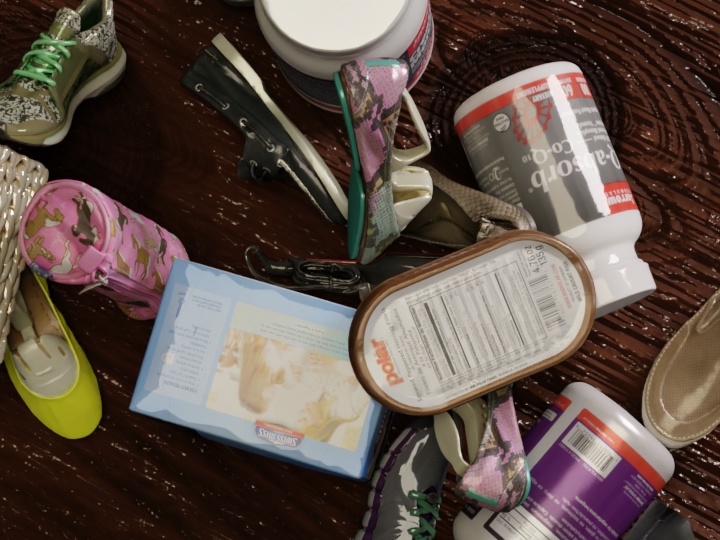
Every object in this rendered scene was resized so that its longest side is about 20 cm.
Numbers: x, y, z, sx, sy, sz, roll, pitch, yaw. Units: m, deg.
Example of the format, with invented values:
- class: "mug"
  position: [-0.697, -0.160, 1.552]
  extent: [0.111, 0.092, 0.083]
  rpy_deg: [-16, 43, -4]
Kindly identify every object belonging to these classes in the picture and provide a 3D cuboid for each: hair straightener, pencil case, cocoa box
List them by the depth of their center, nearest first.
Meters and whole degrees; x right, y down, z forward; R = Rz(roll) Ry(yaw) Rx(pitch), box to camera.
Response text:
- class: "pencil case"
  position: [-0.203, -0.014, 1.619]
  extent: [0.082, 0.200, 0.087]
  rpy_deg: [5, 82, 15]
- class: "cocoa box"
  position: [-0.069, 0.084, 1.627]
  extent: [0.199, 0.131, 0.134]
  rpy_deg: [16, 84, 6]
- class: "hair straightener"
  position: [0.000, 0.000, 1.659]
  extent: [0.199, 0.077, 0.041]
  rpy_deg: [8, 100, 4]

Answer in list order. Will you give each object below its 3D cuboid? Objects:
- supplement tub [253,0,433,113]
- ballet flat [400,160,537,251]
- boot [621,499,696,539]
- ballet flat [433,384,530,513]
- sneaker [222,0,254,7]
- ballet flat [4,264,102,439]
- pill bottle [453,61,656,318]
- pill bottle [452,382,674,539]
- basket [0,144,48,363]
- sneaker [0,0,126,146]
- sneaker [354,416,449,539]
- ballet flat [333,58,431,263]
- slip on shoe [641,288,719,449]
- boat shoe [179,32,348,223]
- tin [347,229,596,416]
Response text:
- class: "supplement tub"
  position: [-0.012, -0.214, 1.628]
  extent: [0.139, 0.200, 0.141]
  rpy_deg: [-1, 83, 4]
- class: "ballet flat"
  position: [0.058, -0.047, 1.631]
  extent: [0.199, 0.046, 0.068]
  rpy_deg: [22, 116, 41]
- class: "boot"
  position: [0.198, 0.300, 1.600]
  extent: [0.065, 0.165, 0.200]
  rpy_deg: [31, 62, 28]
- class: "ballet flat"
  position: [0.089, 0.107, 1.592]
  extent: [0.071, 0.069, 0.201]
  rpy_deg: [18, 38, -20]
- class: "sneaker"
  position: [-0.104, -0.333, 1.694]
  extent: [0.075, 0.115, 0.202]
  rpy_deg: [3, 83, 5]
- class: "ballet flat"
  position: [-0.280, 0.050, 1.680]
  extent: [0.067, 0.067, 0.201]
  rpy_deg: [-24, 81, 0]
- class: "pill bottle"
  position: [0.163, -0.059, 1.637]
  extent: [0.115, 0.116, 0.201]
  rpy_deg: [-22, 81, 1]
- class: "pill bottle"
  position: [0.152, 0.196, 1.604]
  extent: [0.112, 0.112, 0.200]
  rpy_deg: [40, 87, 8]
- class: "basket"
  position: [-0.383, -0.029, 1.614]
  extent: [0.199, 0.161, 0.199]
  rpy_deg: [8, 81, 42]
- class: "sneaker"
  position: [-0.257, -0.173, 1.645]
  extent: [0.077, 0.200, 0.089]
  rpy_deg: [16, 125, 12]
- class: "sneaker"
  position: [0.043, 0.219, 1.610]
  extent: [0.087, 0.074, 0.201]
  rpy_deg: [32, 102, 43]
- class: "ballet flat"
  position: [0.020, -0.084, 1.571]
  extent: [0.071, 0.201, 0.069]
  rpy_deg: [-8, 43, -4]
- class: "slip on shoe"
  position: [0.302, 0.057, 1.622]
  extent: [0.076, 0.061, 0.200]
  rpy_deg: [43, 78, 11]
- class: "boat shoe"
  position: [-0.083, -0.107, 1.684]
  extent: [0.066, 0.075, 0.200]
  rpy_deg: [-38, 81, 1]
- class: "tin"
  position: [0.087, 0.040, 1.541]
  extent: [0.199, 0.042, 0.112]
  rpy_deg: [-23, 89, -4]
